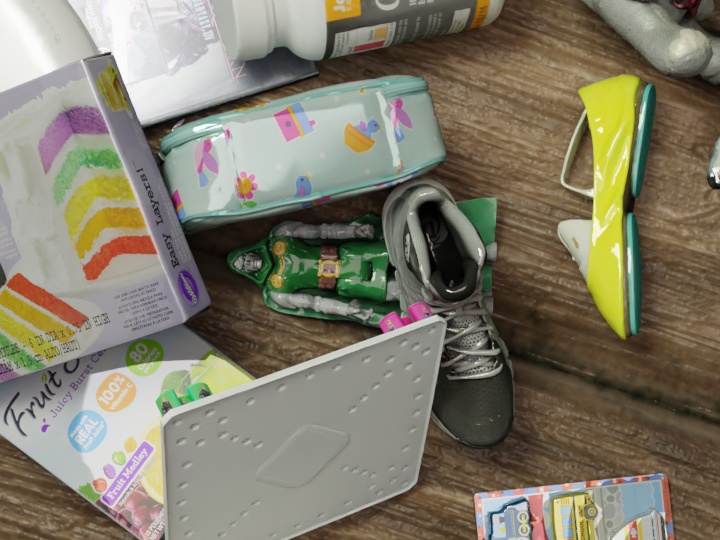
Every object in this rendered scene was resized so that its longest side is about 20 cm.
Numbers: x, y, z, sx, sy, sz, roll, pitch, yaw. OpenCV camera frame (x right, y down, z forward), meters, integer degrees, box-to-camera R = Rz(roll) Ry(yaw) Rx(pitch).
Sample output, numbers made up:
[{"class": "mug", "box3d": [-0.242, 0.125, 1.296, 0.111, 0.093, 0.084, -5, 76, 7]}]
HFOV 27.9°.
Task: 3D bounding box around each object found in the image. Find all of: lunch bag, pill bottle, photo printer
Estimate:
[{"class": "lunch bag", "box3d": [-0.050, -0.081, 1.027, 0.200, 0.160, 0.077, -13, 93, -10]}, {"class": "pill bottle", "box3d": [-0.004, -0.215, 1.043, 0.200, 0.116, 0.117, -14, 88, -12]}, {"class": "photo printer", "box3d": [-0.285, -0.125, 1.045, 0.200, 0.069, 0.167, -31, 89, 3]}]

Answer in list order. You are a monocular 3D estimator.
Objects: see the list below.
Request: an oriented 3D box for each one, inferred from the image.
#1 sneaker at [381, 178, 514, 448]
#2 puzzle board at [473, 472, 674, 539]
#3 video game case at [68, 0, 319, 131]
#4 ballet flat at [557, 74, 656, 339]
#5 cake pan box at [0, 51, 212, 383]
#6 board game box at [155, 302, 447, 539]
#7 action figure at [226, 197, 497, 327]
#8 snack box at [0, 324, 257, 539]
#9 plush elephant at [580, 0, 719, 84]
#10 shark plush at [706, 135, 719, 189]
[{"class": "sneaker", "box3d": [0.063, 0.035, 0.997, 0.075, 0.115, 0.200, -19, 93, -4]}, {"class": "puzzle board", "box3d": [0.169, 0.260, 1.091, 0.150, 0.017, 0.201, -6, 88, -4]}, {"class": "video game case", "box3d": [-0.147, -0.186, 1.094, 0.200, 0.019, 0.143, -18, 88, -3]}, {"class": "ballet flat", "box3d": [0.183, -0.049, 1.091, 0.067, 0.067, 0.201, 3, 84, 18]}, {"class": "cake pan box", "box3d": [-0.221, -0.027, 0.969, 0.200, 0.052, 0.185, -16, 97, 21]}, {"class": "board game box", "box3d": [-0.044, 0.118, 0.986, 0.200, 0.200, 0.026, -18, 52, -21]}, {"class": "action figure", "box3d": [0.000, 0.000, 1.078, 0.199, 0.055, 0.118, 3, 90, 1]}, {"class": "snack box", "box3d": [-0.184, 0.086, 1.054, 0.200, 0.053, 0.142, 37, 84, 4]}, {"class": "plush elephant", "box3d": [0.228, -0.247, 1.047, 0.200, 0.165, 0.155, 44, 112, 23]}, {"class": "shark plush", "box3d": [0.303, -0.126, 1.091, 0.091, 0.083, 0.201, -6, 82, 16]}]
